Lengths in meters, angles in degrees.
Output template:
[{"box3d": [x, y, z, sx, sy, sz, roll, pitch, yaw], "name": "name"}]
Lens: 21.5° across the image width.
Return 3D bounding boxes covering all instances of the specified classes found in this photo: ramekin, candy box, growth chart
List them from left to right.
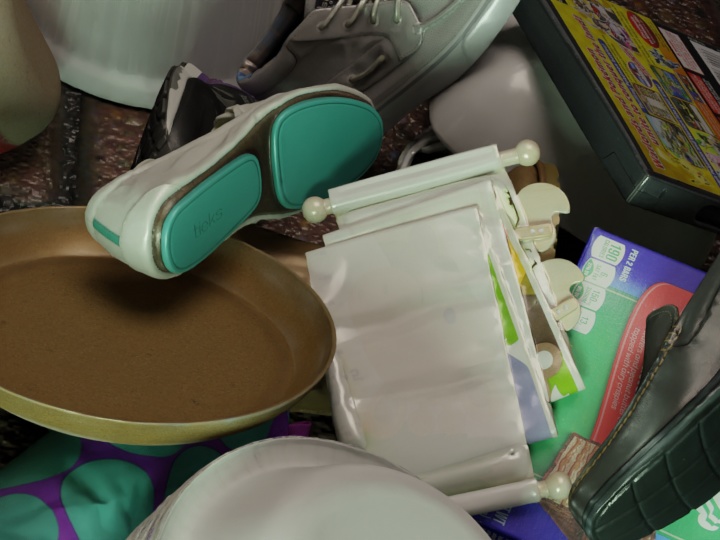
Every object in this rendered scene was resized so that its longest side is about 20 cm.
[{"box3d": [-0.130, -0.202, 1.239, 0.199, 0.098, 0.201, 11, 39, -9], "name": "ramekin"}, {"box3d": [0.041, 0.031, 0.937, 0.144, 0.018, 0.201, -7, 67, 3], "name": "growth chart"}, {"box3d": [0.173, 0.099, 0.953, 0.199, 0.077, 0.170, 23, 72, 7], "name": "candy box"}]

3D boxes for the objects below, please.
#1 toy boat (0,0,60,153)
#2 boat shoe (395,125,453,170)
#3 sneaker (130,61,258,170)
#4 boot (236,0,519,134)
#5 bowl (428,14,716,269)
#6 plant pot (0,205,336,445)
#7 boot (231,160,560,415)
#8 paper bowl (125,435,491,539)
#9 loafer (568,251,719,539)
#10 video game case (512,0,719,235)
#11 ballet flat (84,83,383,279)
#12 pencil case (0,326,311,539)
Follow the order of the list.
[{"box3d": [-0.264, -0.144, 1.124, 0.130, 0.131, 0.200, -28, 49, -4], "name": "toy boat"}, {"box3d": [0.056, -0.051, 1.153, 0.073, 0.067, 0.200, 20, 39, 3], "name": "boat shoe"}, {"box3d": [-0.077, -0.072, 1.084, 0.087, 0.076, 0.200, 21, 15, -4], "name": "sneaker"}, {"box3d": [0.009, -0.148, 1.134, 0.095, 0.200, 0.074, 33, 36, -22], "name": "boot"}, {"box3d": [0.148, -0.095, 1.181, 0.200, 0.075, 0.200, 33, 28, -8], "name": "bowl"}, {"box3d": [-0.111, 0.027, 0.888, 0.199, 0.028, 0.200, 10, 26, -5], "name": "plant pot"}, {"box3d": [0.000, 0.000, 1.025, 0.199, 0.066, 0.176, 14, 71, -5], "name": "boot"}, {"box3d": [-0.007, 0.163, 0.796, 0.200, 0.104, 0.201, 22, 48, -26], "name": "paper bowl"}, {"box3d": [0.163, 0.046, 0.903, 0.200, 0.073, 0.072, -44, 53, -13], "name": "loafer"}, {"box3d": [0.187, -0.087, 1.108, 0.180, 0.026, 0.200, 16, 34, -34], "name": "video game case"}, {"box3d": [-0.065, -0.054, 0.968, 0.069, 0.070, 0.200, 33, 37, 19], "name": "ballet flat"}, {"box3d": [-0.111, 0.104, 0.890, 0.092, 0.085, 0.200, 28, 39, 16], "name": "pencil case"}]
